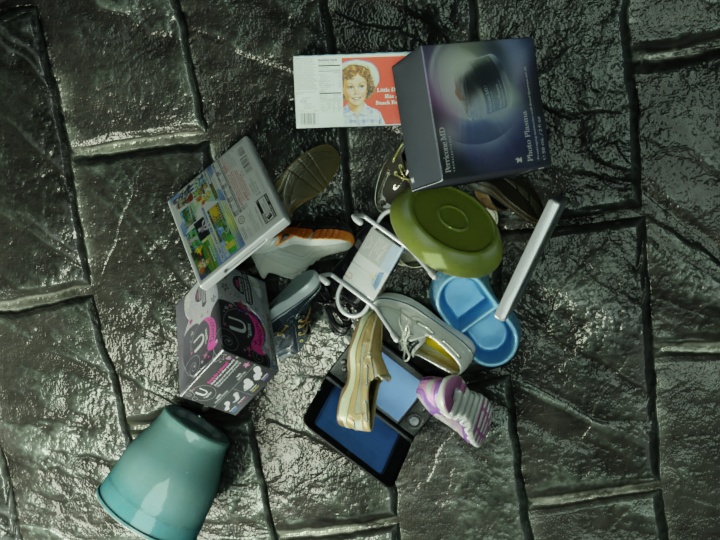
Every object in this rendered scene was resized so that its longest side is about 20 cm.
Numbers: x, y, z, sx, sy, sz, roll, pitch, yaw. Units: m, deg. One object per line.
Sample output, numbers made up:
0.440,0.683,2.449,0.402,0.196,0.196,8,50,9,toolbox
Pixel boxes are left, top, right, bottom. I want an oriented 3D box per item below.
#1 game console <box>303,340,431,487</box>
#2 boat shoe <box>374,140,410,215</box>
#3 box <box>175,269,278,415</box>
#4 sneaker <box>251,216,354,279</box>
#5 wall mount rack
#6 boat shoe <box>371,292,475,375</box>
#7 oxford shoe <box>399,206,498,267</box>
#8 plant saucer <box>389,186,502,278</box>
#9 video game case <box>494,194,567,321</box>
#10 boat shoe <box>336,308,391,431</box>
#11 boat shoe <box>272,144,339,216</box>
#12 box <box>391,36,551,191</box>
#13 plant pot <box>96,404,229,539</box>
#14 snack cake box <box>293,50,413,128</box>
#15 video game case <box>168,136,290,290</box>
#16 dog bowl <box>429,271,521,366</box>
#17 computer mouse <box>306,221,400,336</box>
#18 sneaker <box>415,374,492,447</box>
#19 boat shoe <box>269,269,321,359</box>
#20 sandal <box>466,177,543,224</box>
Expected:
0.029,0.237,1.491,0.199,0.117,0.177,37,103,-6,game console
0.083,-0.180,1.420,0.071,0.061,0.203,30,103,-5,boat shoe
-0.223,0.107,1.407,0.114,0.202,0.132,24,124,-34,box
-0.097,-0.031,1.457,0.196,0.076,0.093,-3,120,23,sneaker
0.032,0.008,1.354,0.173,0.074,0.202,35,107,16,wall mount rack
0.094,0.117,1.454,0.200,0.086,0.075,33,132,9,boat shoe
0.142,-0.055,1.448,0.197,0.058,0.076,-21,100,6,oxford shoe
0.142,-0.074,1.354,0.197,0.202,0.031,24,133,-3,plant saucer
0.279,-0.024,1.384,0.022,0.182,0.203,26,104,13,video game case
0.020,0.169,1.441,0.075,0.071,0.204,9,88,28,boat shoe
-0.119,-0.136,1.438,0.201,0.066,0.072,-47,114,-4,boat shoe
0.170,-0.238,1.317,0.195,0.123,0.204,-10,91,-20,box
-0.332,0.350,1.510,0.198,0.200,0.190,30,88,-4,plant pot
-0.008,-0.294,1.396,0.195,0.067,0.118,-1,101,3,snack cake box
-0.219,-0.097,1.402,0.181,0.022,0.202,-37,55,11,video game case
0.201,0.080,1.479,0.111,0.050,0.201,-35,99,10,dog bowl
0.000,0.000,1.446,0.200,0.052,0.139,-46,63,21,computer mouse
0.161,0.237,1.486,0.087,0.082,0.200,5,150,39,sneaker
-0.108,0.077,1.464,0.091,0.071,0.200,41,132,-12,boat shoe
0.214,-0.133,1.418,0.197,0.082,0.055,27,134,6,sandal
